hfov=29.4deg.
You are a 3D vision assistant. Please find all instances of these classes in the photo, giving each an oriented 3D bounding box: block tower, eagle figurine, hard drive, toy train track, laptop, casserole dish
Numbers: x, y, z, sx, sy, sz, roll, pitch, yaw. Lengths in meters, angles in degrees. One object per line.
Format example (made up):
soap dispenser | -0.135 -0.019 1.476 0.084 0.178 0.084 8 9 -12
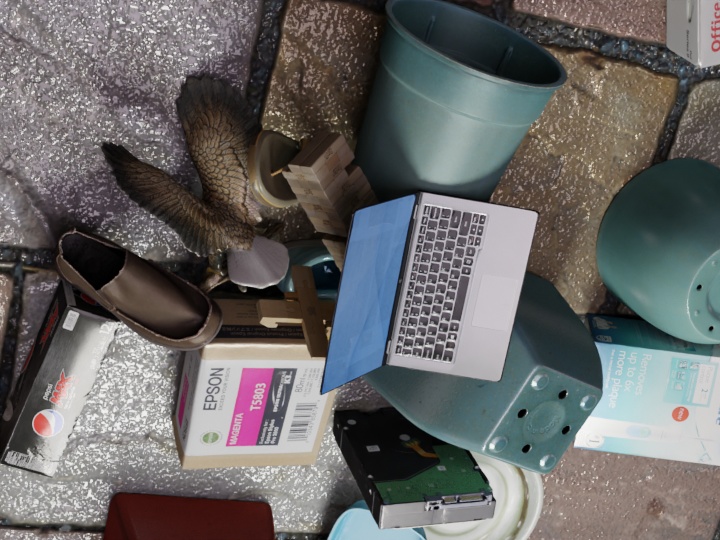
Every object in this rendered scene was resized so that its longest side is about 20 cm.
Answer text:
block tower | -0.007 -0.046 1.391 0.058 0.054 0.201 -47 126 -27
eagle figurine | -0.161 -0.073 1.411 0.149 0.153 0.202 -12 124 11
hard drive | 0.058 0.222 1.574 0.138 0.200 0.038 -3 115 -17
toy train track | -0.019 0.053 1.453 0.198 0.116 0.033 4 143 -25
laptop | 0.070 0.030 1.348 0.197 0.116 0.190 9 108 -6
casserole dish | 0.012 0.356 1.680 0.120 0.039 0.202 22 123 1

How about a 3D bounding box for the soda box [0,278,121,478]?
soda box | -0.326 0.116 1.473 0.063 0.071 0.202 19 107 -26

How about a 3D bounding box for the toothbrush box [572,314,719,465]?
toothbrush box | 0.363 0.146 1.671 0.197 0.085 0.148 7 113 -1

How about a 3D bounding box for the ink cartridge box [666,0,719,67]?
ink cartridge box | 0.441 -0.321 1.512 0.197 0.084 0.148 -13 117 -12

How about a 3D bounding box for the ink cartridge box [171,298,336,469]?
ink cartridge box | -0.113 0.127 1.517 0.163 0.076 0.202 -1 132 -18

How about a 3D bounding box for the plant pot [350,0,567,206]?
plant pot | 0.084 -0.152 1.426 0.198 0.201 0.198 11 119 -22

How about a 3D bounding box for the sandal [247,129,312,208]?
sandal | -0.051 -0.101 1.419 0.053 0.081 0.199 -14 165 30

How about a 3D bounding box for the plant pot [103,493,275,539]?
plant pot | -0.197 0.396 1.586 0.197 0.176 0.202 7 111 -21

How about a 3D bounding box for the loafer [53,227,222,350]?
loafer | -0.235 0.019 1.403 0.198 0.071 0.074 25 78 9

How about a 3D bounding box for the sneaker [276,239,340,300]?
sneaker | 0.000 0.000 1.519 0.197 0.082 0.075 -13 118 -12

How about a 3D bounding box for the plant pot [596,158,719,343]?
plant pot | 0.399 -0.008 1.601 0.198 0.161 0.203 -7 117 -15

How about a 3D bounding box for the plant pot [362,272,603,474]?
plant pot | 0.157 0.117 1.539 0.195 0.200 0.198 23 106 -37

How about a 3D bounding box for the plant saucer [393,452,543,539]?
plant saucer | 0.129 0.287 1.713 0.197 0.050 0.203 -7 115 -15
